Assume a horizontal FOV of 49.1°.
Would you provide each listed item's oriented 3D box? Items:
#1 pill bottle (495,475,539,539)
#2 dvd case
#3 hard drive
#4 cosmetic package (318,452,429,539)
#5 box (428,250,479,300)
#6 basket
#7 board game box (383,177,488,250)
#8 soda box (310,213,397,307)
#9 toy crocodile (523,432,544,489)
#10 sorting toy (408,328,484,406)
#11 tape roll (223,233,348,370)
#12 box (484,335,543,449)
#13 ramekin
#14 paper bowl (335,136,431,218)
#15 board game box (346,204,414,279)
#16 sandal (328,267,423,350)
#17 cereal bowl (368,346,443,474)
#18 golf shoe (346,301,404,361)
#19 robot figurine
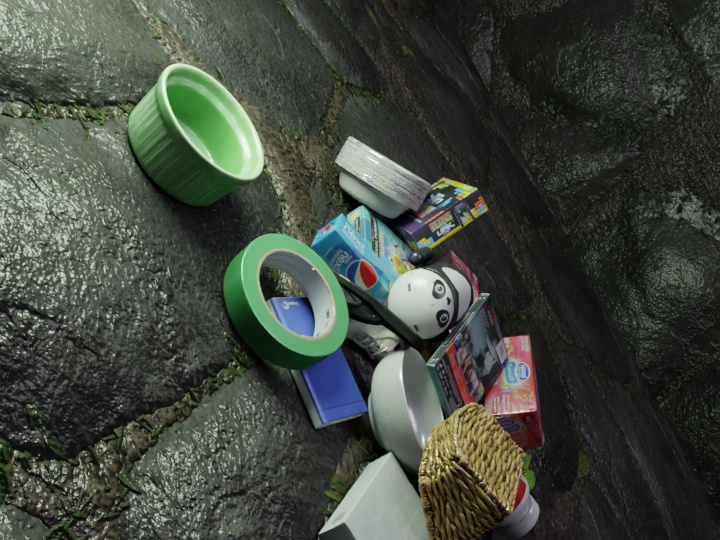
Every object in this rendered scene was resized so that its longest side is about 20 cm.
[{"bbox_3d":[0.220,0.368,1.365,0.200,0.112,0.113,49,26,-17],"label":"pill bottle"},{"bbox_3d":[0.191,0.157,1.376,0.200,0.022,0.147,-46,126,-36],"label":"dvd case"},{"bbox_3d":[-0.067,0.135,1.207,0.132,0.025,0.201,3,59,-60],"label":"hard drive"},{"bbox_3d":[0.035,0.368,1.096,0.152,0.051,0.200,56,25,0],"label":"cosmetic package"},{"bbox_3d":[0.187,0.068,1.648,0.100,0.095,0.201,43,28,-28],"label":"box"},{"bbox_3d":[0.141,0.305,1.176,0.143,0.149,0.200,47,23,2],"label":"basket"},{"bbox_3d":[0.153,-0.119,1.646,0.057,0.165,0.200,59,-6,-18],"label":"board game box"},{"bbox_3d":[0.000,0.000,1.440,0.200,0.064,0.068,49,26,-17],"label":"soda box"},{"bbox_3d":[0.304,0.357,1.522,0.061,0.067,0.202,27,73,-38],"label":"toy crocodile"},{"bbox_3d":[0.164,0.165,1.452,0.184,0.036,0.201,36,35,-18],"label":"sorting toy"},{"bbox_3d":[-0.106,0.044,1.157,0.200,0.048,0.202,31,41,-30],"label":"tape roll"},{"bbox_3d":[0.282,0.226,1.468,0.201,0.094,0.100,-80,157,-52],"label":"box"},{"bbox_3d":[-0.246,-0.194,1.169,0.200,0.097,0.201,42,30,-30],"label":"ramekin"},{"bbox_3d":[0.037,-0.182,1.614,0.200,0.105,0.201,31,7,-5],"label":"paper bowl"},{"bbox_3d":[0.055,-0.016,1.578,0.200,0.047,0.152,41,29,-32],"label":"board game box"},{"bbox_3d":[0.009,0.065,1.242,0.200,0.048,0.075,38,-8,15],"label":"sandal"},{"bbox_3d":[0.067,0.227,1.252,0.200,0.083,0.202,-16,90,-72],"label":"cereal bowl"},{"bbox_3d":[0.021,0.108,1.346,0.199,0.075,0.092,14,52,-55],"label":"golf shoe"},{"bbox_3d":[0.129,0.050,1.390,0.150,0.125,0.200,39,22,17],"label":"robot figurine"}]
